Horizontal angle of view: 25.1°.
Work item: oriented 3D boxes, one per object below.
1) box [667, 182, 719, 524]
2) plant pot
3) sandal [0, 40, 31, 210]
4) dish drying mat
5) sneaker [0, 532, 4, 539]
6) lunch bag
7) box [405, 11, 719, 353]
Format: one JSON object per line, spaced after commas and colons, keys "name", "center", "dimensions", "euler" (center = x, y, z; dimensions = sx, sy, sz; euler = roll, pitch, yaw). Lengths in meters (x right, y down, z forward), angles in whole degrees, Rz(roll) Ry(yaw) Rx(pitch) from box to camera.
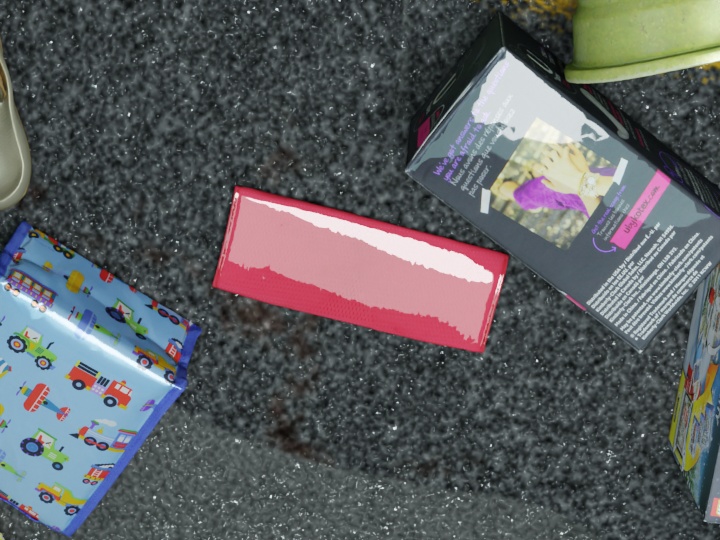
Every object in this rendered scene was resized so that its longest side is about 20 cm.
{"name": "box", "center": [0.255, 0.054, 1.094], "dimensions": [0.037, 0.137, 0.201], "euler": [7, 106, -2]}
{"name": "plant pot", "center": [0.205, -0.229, 0.989], "dimensions": [0.199, 0.200, 0.185], "euler": [-13, 101, 4]}
{"name": "sandal", "center": [-0.277, -0.131, 1.084], "dimensions": [0.080, 0.054, 0.201], "euler": [-17, 105, 5]}
{"name": "dish drying mat", "center": [0.000, 0.000, 1.141], "dimensions": [0.199, 0.018, 0.077], "euler": [14, 105, -3]}
{"name": "sneaker", "center": [-0.355, 0.231, 1.186], "dimensions": [0.200, 0.076, 0.105], "euler": [-36, 90, 3]}
{"name": "lunch bag", "center": [-0.230, 0.095, 1.139], "dimensions": [0.150, 0.094, 0.200], "euler": [32, 113, -11]}
{"name": "box", "center": [0.137, -0.060, 1.067], "dimensions": [0.200, 0.122, 0.106], "euler": [37, 107, -9]}
